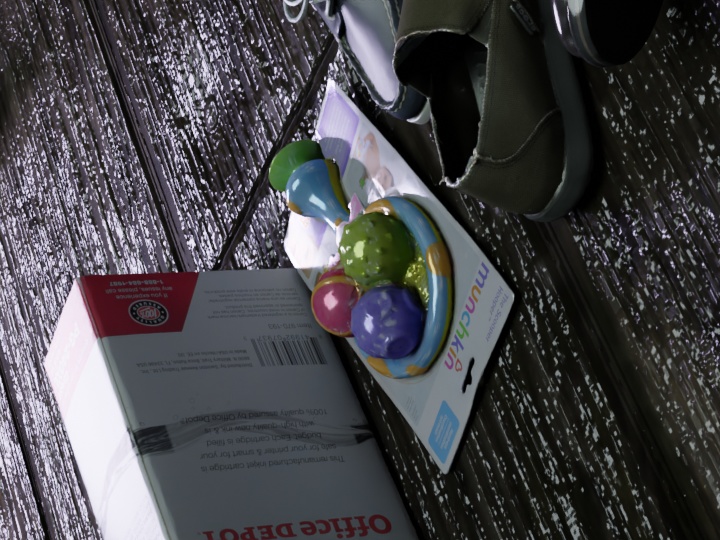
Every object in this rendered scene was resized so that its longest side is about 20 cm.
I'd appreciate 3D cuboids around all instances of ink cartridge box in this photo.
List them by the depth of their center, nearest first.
[{"bbox_3d":[-0.073,0.101,1.044,0.084,0.144,0.201,-60,43,41],"label":"ink cartridge box"}]

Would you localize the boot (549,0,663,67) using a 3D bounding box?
[{"bbox_3d":[0.042,-0.159,0.853,0.173,0.069,0.202,-18,64,33],"label":"boot"}]

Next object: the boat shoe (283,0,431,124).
[{"bbox_3d":[-0.009,-0.164,1.004,0.075,0.061,0.202,-45,54,49],"label":"boat shoe"}]

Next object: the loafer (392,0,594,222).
[{"bbox_3d":[0.051,-0.119,0.893,0.075,0.069,0.202,-46,53,51],"label":"loafer"}]

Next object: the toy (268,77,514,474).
[{"bbox_3d":[0.000,0.000,1.011,0.200,0.047,0.116,56,138,44],"label":"toy"}]
